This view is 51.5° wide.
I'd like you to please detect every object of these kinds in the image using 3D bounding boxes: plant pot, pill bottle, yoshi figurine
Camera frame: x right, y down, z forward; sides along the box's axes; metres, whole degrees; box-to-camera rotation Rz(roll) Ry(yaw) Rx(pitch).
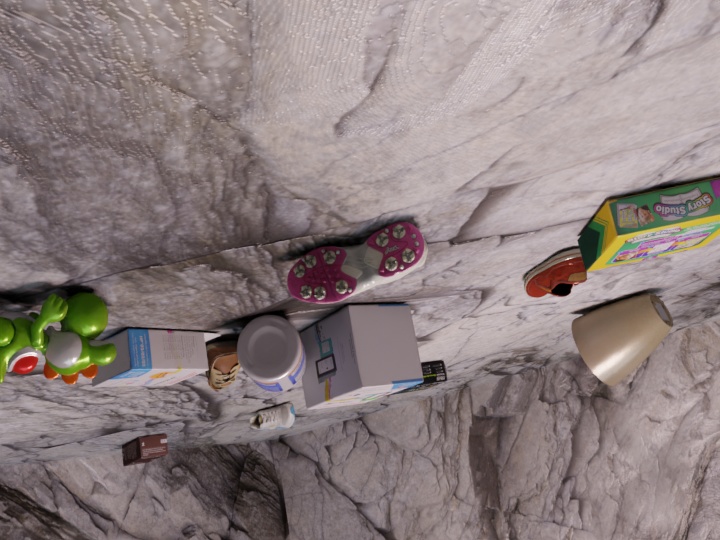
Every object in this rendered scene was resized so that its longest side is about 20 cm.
[{"bbox_3d":[0.651,0.148,1.822,0.185,0.191,0.199,6,143,-48],"label":"plant pot"},{"bbox_3d":[-0.152,0.154,1.327,0.109,0.115,0.200,-10,165,-4],"label":"pill bottle"},{"bbox_3d":[-0.399,0.065,0.927,0.195,0.113,0.114,12,115,-24],"label":"yoshi figurine"}]

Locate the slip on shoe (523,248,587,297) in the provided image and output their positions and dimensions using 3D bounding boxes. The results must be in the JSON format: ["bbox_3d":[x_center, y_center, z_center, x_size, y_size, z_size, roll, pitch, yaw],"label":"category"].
[{"bbox_3d":[0.344,0.020,1.325,0.072,0.063,0.200,-10,166,-13],"label":"slip on shoe"}]

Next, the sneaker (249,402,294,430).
[{"bbox_3d":[-0.285,0.483,2.437,0.079,0.079,0.198,6,155,-42],"label":"sneaker"}]

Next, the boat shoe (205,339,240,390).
[{"bbox_3d":[-0.256,0.181,1.415,0.073,0.076,0.200,-7,164,-17],"label":"boat shoe"}]

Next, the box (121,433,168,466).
[{"bbox_3d":[-0.744,0.620,2.577,0.098,0.077,0.199,0,159,-35],"label":"box"}]

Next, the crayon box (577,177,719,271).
[{"bbox_3d":[0.439,-0.067,1.098,0.194,0.060,0.173,-12,163,-1],"label":"crayon box"}]

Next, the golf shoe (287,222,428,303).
[{"bbox_3d":[0.000,0.000,0.985,0.195,0.078,0.091,-15,167,17],"label":"golf shoe"}]

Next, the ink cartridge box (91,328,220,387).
[{"bbox_3d":[-0.336,0.149,1.254,0.113,0.070,0.198,-22,162,34],"label":"ink cartridge box"}]

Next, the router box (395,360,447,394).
[{"bbox_3d":[0.138,0.323,2.214,0.195,0.064,0.149,-3,164,-27],"label":"router box"}]

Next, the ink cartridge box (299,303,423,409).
[{"bbox_3d":[-0.006,0.162,1.395,0.144,0.150,0.199,0,161,-35],"label":"ink cartridge box"}]
